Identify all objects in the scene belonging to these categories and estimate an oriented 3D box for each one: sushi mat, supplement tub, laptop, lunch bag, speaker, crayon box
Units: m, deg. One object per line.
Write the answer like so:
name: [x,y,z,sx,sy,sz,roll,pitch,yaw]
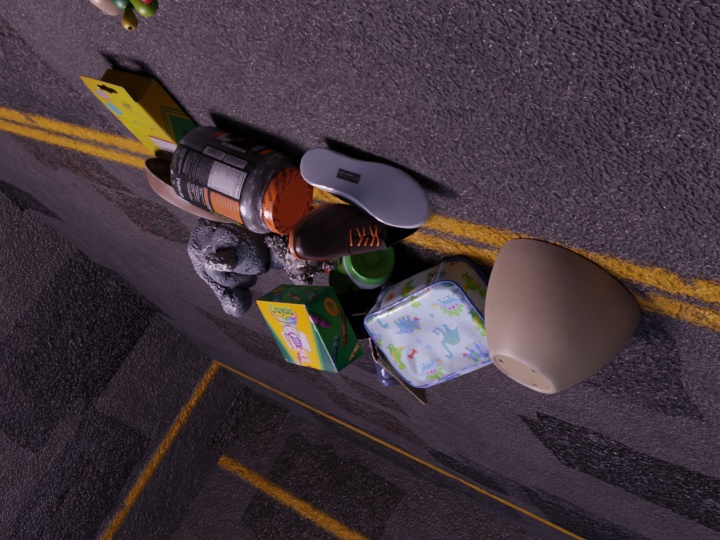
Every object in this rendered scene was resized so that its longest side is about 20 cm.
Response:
sushi mat: [0.060,0.139,1.519,0.012,0.097,0.200,-20,145,18]
supplement tub: [-0.173,-0.130,1.405,0.198,0.123,0.123,23,162,28]
laptop: [0.031,0.053,1.567,0.174,0.104,0.201,-8,144,-11]
lunch bag: [0.116,0.081,1.394,0.199,0.083,0.161,-28,107,39]
speaker: [0.000,0.000,1.526,0.088,0.089,0.200,33,164,-2]
crayon box: [-0.083,0.088,1.512,0.199,0.058,0.120,0,118,63]
crayon box: [-0.332,-0.247,1.495,0.126,0.051,0.200,21,161,38]

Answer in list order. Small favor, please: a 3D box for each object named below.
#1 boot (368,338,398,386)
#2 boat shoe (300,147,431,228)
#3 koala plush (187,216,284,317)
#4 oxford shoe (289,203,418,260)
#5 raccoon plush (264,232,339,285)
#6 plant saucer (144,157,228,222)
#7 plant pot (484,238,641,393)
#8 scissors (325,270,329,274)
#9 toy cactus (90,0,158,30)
boot: [0.042,0.127,1.669,0.071,0.092,0.200,-4,-164,4]
boat shoe: [0.012,-0.104,1.242,0.198,0.071,0.066,21,-179,26]
koala plush: [-0.219,-0.040,1.688,0.184,0.178,0.200,44,167,-4]
oxford shoe: [-0.006,-0.054,1.256,0.072,0.198,0.072,12,113,47]
raccoon plush: [-0.074,-0.006,1.544,0.135,0.096,0.201,57,178,37]
plant saucer: [-0.268,-0.129,1.576,0.198,0.035,0.201,25,-166,-7]
plant pot: [0.235,0.074,1.206,0.198,0.135,0.201,30,165,9]
scissors: [-0.084,-0.016,1.779,0.198,0.014,0.073,25,165,28]
toy cactus: [-0.319,-0.344,1.138,0.197,0.104,0.165,22,173,5]
